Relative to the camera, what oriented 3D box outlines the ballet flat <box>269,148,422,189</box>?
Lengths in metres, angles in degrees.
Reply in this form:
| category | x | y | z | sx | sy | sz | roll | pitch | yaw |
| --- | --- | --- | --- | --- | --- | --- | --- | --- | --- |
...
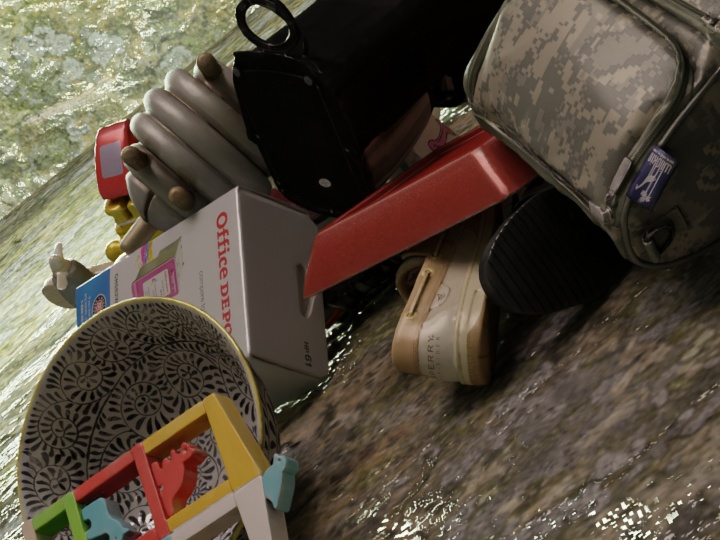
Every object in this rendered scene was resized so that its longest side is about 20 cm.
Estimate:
| category | x | y | z | sx | sy | sz | roll | pitch | yaw |
| --- | --- | --- | --- | --- | --- | --- | --- | --- | --- |
| ballet flat | -0.018 | -0.093 | 1.496 | 0.199 | 0.072 | 0.072 | 15 | 53 | 46 |

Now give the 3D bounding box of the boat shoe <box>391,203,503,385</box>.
| category | x | y | z | sx | sy | sz | roll | pitch | yaw |
| --- | --- | --- | --- | --- | --- | --- | --- | --- | --- |
| boat shoe | 0.056 | 0.005 | 1.206 | 0.068 | 0.074 | 0.200 | -1 | 25 | 9 |

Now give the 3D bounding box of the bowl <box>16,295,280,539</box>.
| category | x | y | z | sx | sy | sz | roll | pitch | yaw |
| --- | --- | --- | --- | --- | --- | --- | --- | --- | --- |
| bowl | -0.120 | 0.125 | 1.228 | 0.199 | 0.094 | 0.203 | -10 | 72 | 31 |

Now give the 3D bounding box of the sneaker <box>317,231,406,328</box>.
| category | x | y | z | sx | sy | sz | roll | pitch | yaw |
| --- | --- | --- | --- | --- | --- | --- | --- | --- | --- |
| sneaker | 0.000 | 0.000 | 1.435 | 0.199 | 0.074 | 0.080 | -22 | 54 | 36 |

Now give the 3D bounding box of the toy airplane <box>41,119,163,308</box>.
| category | x | y | z | sx | sy | sz | roll | pitch | yaw |
| --- | --- | --- | --- | --- | --- | --- | --- | --- | --- |
| toy airplane | -0.166 | -0.005 | 1.592 | 0.201 | 0.198 | 0.141 | -63 | -4 | 32 |

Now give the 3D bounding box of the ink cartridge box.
| category | x | y | z | sx | sy | sz | roll | pitch | yaw |
| --- | --- | --- | --- | --- | --- | --- | --- | --- | --- |
| ink cartridge box | -0.124 | 0.046 | 1.430 | 0.199 | 0.084 | 0.146 | -29 | 55 | 35 |

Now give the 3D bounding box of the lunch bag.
| category | x | y | z | sx | sy | sz | roll | pitch | yaw |
| --- | --- | --- | --- | --- | --- | --- | --- | --- | --- |
| lunch bag | 0.167 | -0.104 | 1.071 | 0.167 | 0.140 | 0.200 | -40 | 40 | -2 |

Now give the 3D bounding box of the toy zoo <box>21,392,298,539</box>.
| category | x | y | z | sx | sy | sz | roll | pitch | yaw |
| --- | --- | --- | --- | --- | --- | --- | --- | --- | --- |
| toy zoo | -0.116 | 0.166 | 1.142 | 0.199 | 0.020 | 0.132 | -35 | 59 | 20 |

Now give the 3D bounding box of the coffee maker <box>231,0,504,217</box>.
| category | x | y | z | sx | sy | sz | roll | pitch | yaw |
| --- | --- | --- | --- | --- | --- | --- | --- | --- | --- |
| coffee maker | 0.014 | -0.167 | 1.358 | 0.200 | 0.134 | 0.193 | -47 | -27 | -32 |

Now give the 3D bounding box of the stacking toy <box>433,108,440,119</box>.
| category | x | y | z | sx | sy | sz | roll | pitch | yaw |
| --- | --- | --- | --- | --- | --- | --- | --- | --- | --- |
| stacking toy | 0.074 | -0.211 | 1.776 | 0.146 | 0.146 | 0.201 | -20 | 40 | 53 |

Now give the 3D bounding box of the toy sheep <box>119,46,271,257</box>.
| category | x | y | z | sx | sy | sz | roll | pitch | yaw |
| --- | --- | --- | --- | --- | --- | --- | --- | --- | --- |
| toy sheep | -0.124 | -0.094 | 1.464 | 0.200 | 0.138 | 0.138 | -47 | 15 | 0 |

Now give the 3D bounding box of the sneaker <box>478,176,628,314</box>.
| category | x | y | z | sx | sy | sz | roll | pitch | yaw |
| --- | --- | --- | --- | --- | --- | --- | --- | --- | --- |
| sneaker | 0.130 | -0.029 | 1.175 | 0.200 | 0.074 | 0.088 | -38 | 10 | -36 |

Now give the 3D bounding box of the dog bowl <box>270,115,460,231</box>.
| category | x | y | z | sx | sy | sz | roll | pitch | yaw |
| --- | --- | --- | --- | --- | --- | --- | --- | --- | --- |
| dog bowl | -0.004 | -0.074 | 1.621 | 0.200 | 0.074 | 0.200 | -38 | 15 | 12 |

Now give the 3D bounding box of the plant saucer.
| category | x | y | z | sx | sy | sz | roll | pitch | yaw |
| --- | --- | --- | --- | --- | --- | --- | --- | --- | --- |
| plant saucer | 0.070 | -0.066 | 1.248 | 0.199 | 0.037 | 0.199 | -26 | 8 | 42 |
